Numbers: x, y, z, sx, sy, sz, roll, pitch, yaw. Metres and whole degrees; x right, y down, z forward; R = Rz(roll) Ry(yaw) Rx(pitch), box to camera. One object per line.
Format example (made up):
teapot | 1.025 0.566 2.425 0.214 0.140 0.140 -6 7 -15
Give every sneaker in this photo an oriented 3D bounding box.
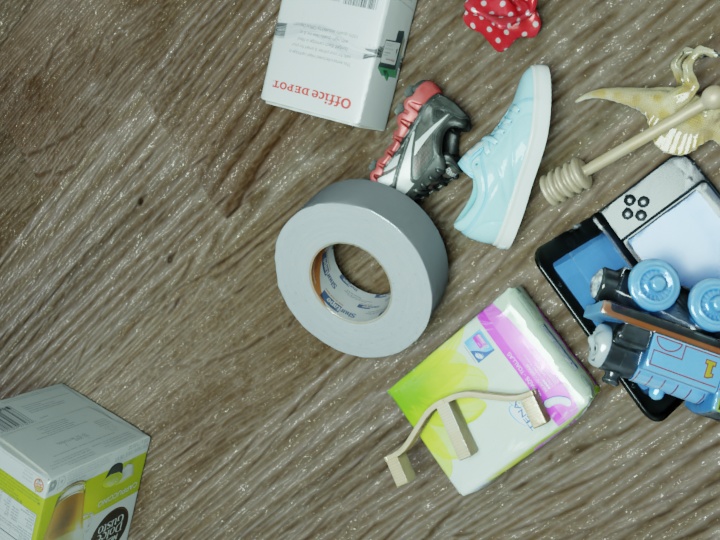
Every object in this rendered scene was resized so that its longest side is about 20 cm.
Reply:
sneaker | 0.064 -0.112 0.847 0.097 0.071 0.203 32 105 23
sneaker | 0.151 -0.127 0.792 0.080 0.074 0.204 13 99 -2

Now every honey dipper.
honey dipper | 0.272 -0.126 0.736 0.199 0.038 0.038 -31 80 40

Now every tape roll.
tape roll | 0.000 0.000 0.846 0.197 0.066 0.203 12 123 19

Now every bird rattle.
bird rattle | 0.181 -0.350 0.784 0.200 0.112 0.165 -41 64 35

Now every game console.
game console | 0.304 0.010 0.714 0.175 0.116 0.201 -39 77 23

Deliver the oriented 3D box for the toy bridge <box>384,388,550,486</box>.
toy bridge | 0.105 0.172 0.795 0.198 0.027 0.068 -30 76 25

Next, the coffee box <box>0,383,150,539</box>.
coffee box | -0.461 0.314 1.058 0.198 0.199 0.201 22 103 22

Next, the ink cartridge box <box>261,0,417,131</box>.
ink cartridge box | -0.022 -0.283 0.871 0.144 0.084 0.203 20 102 24

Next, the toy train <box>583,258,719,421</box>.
toy train | 0.295 0.066 0.650 0.197 0.087 0.116 19 83 5

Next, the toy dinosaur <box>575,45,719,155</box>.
toy dinosaur | 0.319 -0.171 0.728 0.198 0.058 0.102 31 107 21

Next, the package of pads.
package of pads | 0.150 0.140 0.824 0.200 0.068 0.155 -42 74 23
